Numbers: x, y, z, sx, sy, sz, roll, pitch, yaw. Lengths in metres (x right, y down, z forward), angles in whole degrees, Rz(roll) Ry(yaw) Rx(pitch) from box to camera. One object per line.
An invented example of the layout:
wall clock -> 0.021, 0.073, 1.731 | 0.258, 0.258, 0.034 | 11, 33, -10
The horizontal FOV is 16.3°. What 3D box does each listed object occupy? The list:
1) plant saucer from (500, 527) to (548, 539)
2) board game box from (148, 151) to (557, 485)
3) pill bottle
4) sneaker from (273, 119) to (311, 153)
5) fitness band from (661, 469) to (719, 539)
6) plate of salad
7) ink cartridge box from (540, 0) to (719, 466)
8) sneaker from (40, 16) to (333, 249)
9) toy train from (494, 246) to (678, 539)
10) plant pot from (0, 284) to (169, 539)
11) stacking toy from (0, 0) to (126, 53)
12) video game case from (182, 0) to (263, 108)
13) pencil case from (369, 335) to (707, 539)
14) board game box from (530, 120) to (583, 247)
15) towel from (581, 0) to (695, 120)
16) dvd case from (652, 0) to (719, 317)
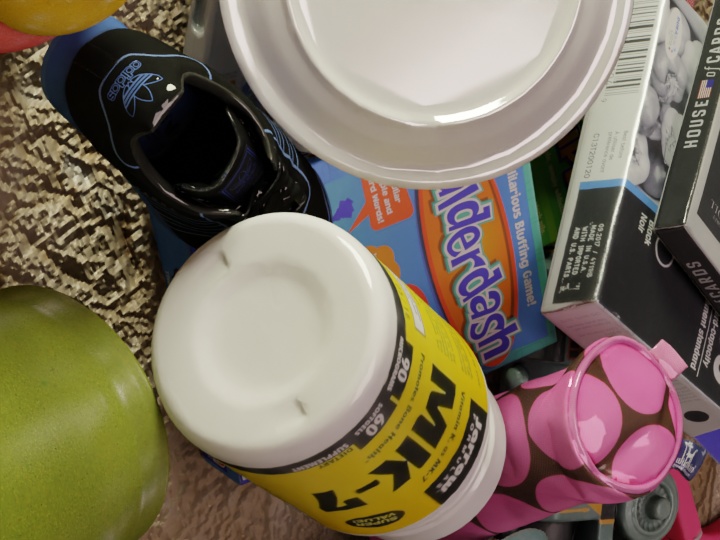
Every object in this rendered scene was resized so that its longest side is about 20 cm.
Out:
plant saucer -> 0.055, 0.232, 1.338 | 0.201, 0.039, 0.202 | -45, 154, -29
board game box -> 0.000, 0.000, 1.281 | 0.199, 0.045, 0.153 | -24, 117, -24
pill bottle -> -0.006, 0.058, 1.164 | 0.115, 0.114, 0.200 | -65, 153, -9
sneaker -> 0.041, -0.116, 1.256 | 0.200, 0.076, 0.081 | -40, 153, -15
fitness band -> 0.220, 0.087, 1.550 | 0.143, 0.037, 0.201 | -37, 126, -31
plate of salad -> 0.030, -0.139, 1.170 | 0.198, 0.048, 0.202 | -1, 95, -10
ink cartridge box -> 0.184, -0.021, 1.380 | 0.200, 0.043, 0.199 | 39, 56, -43
sneaker -> -0.062, -0.042, 1.134 | 0.070, 0.078, 0.200 | -54, 139, -1
toy train -> 0.124, 0.076, 1.425 | 0.113, 0.085, 0.202 | 0, 98, -36
plant pot -> -0.186, 0.098, 1.067 | 0.193, 0.199, 0.202 | -31, 121, -48
stacking toy -> -0.134, -0.138, 1.031 | 0.145, 0.199, 0.147 | -14, 112, -40
video game case -> 0.003, -0.173, 1.239 | 0.199, 0.022, 0.183 | -18, 132, -40
pencil case -> 0.080, 0.091, 1.309 | 0.091, 0.199, 0.094 | 47, 53, -19
board game box -> 0.072, -0.051, 1.376 | 0.199, 0.030, 0.096 | -20, 115, -36
towel -> 0.137, -0.179, 1.385 | 0.146, 0.030, 0.202 | 13, 83, -47
dvd case -> 0.224, -0.060, 1.383 | 0.150, 0.025, 0.201 | 47, 49, -38
